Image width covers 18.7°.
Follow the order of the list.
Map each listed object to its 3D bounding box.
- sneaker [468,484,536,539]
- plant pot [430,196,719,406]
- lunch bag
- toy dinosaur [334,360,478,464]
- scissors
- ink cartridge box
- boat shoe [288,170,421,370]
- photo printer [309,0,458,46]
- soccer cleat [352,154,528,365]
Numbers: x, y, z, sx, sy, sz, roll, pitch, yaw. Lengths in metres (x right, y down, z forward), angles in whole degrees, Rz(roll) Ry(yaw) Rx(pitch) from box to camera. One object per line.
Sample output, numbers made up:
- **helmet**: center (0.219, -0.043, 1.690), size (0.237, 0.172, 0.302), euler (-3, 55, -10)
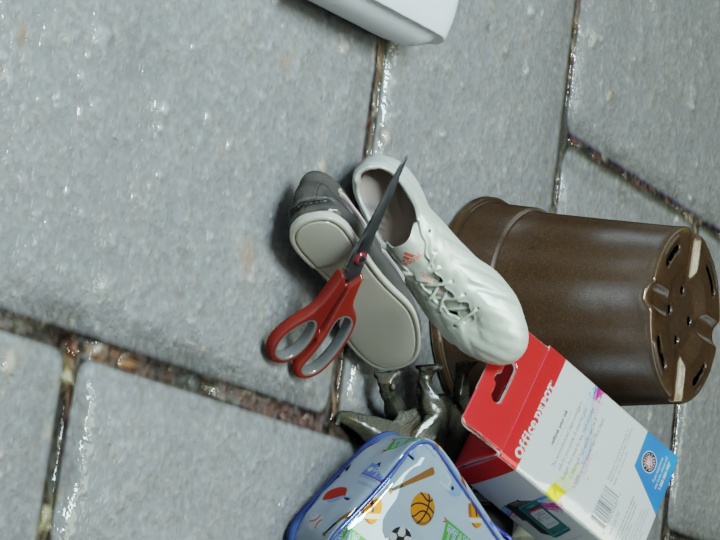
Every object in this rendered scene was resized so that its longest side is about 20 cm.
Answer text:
- **sneaker**: center (0.109, 0.198, 1.881), size (0.200, 0.074, 0.089), euler (28, 68, -71)
- **plant pot**: center (0.194, 0.035, 1.899), size (0.200, 0.197, 0.201), euler (-1, 91, -58)
- **lunch bag**: center (0.043, 0.235, 1.723), size (0.160, 0.075, 0.200), euler (-46, 117, -29)
- **toy dinosaur**: center (0.055, 0.129, 1.793), size (0.200, 0.077, 0.103), euler (-6, 89, -61)
- **scissors**: center (-0.003, -0.001, 1.650), size (0.073, 0.014, 0.200), euler (19, 112, -46)
- **ink cartridge box**: center (0.156, 0.147, 1.798), size (0.200, 0.067, 0.116), euler (40, 55, -17)
- **boat shoe**: center (0.000, 0.000, 1.707), size (0.200, 0.067, 0.057), euler (59, 24, -45)
- **photo printer**: center (0.019, -0.271, 1.725), size (0.200, 0.069, 0.167), euler (19, 75, -57)
- **soccer cleat**: center (0.057, -0.005, 1.730), size (0.200, 0.069, 0.078), euler (53, 14, 7)
